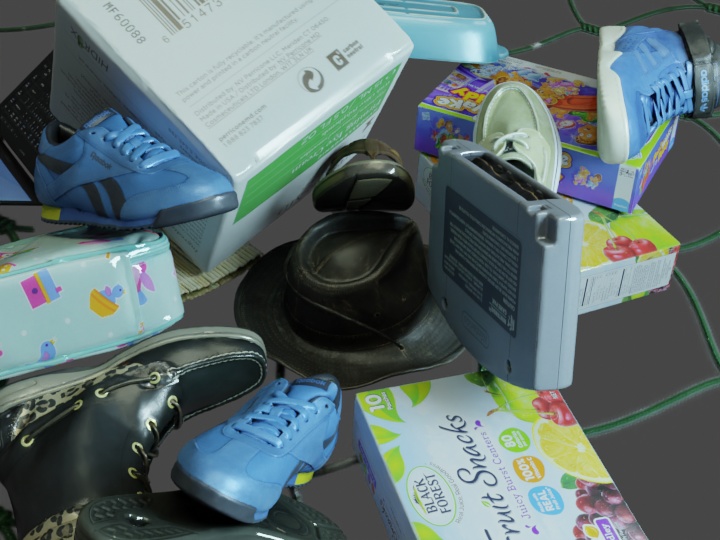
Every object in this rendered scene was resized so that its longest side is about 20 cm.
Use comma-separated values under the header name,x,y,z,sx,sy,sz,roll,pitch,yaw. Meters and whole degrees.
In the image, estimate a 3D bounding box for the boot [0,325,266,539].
name,x,y,z,sx,sy,sz,roll,pitch,yaw
boot,-0.142,0.124,0.830,0.202,0.074,0.154,-15,45,-14

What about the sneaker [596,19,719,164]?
name,x,y,z,sx,sy,sz,roll,pitch,yaw
sneaker,0.251,-0.150,1.038,0.110,0.077,0.200,1,28,12

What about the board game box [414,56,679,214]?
name,x,y,z,sx,sy,sz,roll,pitch,yaw
board game box,0.165,-0.127,1.105,0.198,0.045,0.135,18,38,19

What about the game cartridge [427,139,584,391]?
name,x,y,z,sx,sy,sz,roll,pitch,yaw
game cartridge,0.095,-0.002,0.864,0.041,0.134,0.200,-9,22,-15

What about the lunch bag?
name,x,y,z,sx,sy,sz,roll,pitch,yaw
lunch bag,-0.240,0.019,0.909,0.198,0.078,0.160,-14,14,-25

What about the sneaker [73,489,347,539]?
name,x,y,z,sx,sy,sz,roll,pitch,yaw
sneaker,-0.096,0.192,0.758,0.076,0.115,0.198,32,18,38

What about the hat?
name,x,y,z,sx,sy,sz,roll,pitch,yaw
hat,0.000,0.000,0.986,0.198,0.081,0.201,2,38,-2

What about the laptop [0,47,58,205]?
name,x,y,z,sx,sy,sz,roll,pitch,yaw
laptop,-0.309,-0.142,1.098,0.200,0.103,0.177,-45,46,-1

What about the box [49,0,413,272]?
name,x,y,z,sx,sy,sz,roll,pitch,yaw
box,-0.107,-0.152,0.995,0.200,0.171,0.199,46,63,6

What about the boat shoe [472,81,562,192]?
name,x,y,z,sx,sy,sz,roll,pitch,yaw
boat shoe,0.123,-0.075,0.987,0.071,0.062,0.202,-6,57,10

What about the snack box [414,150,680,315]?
name,x,y,z,sx,sy,sz,roll,pitch,yaw
snack box,0.154,-0.044,1.076,0.141,0.053,0.200,-13,40,-23

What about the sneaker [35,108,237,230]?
name,x,y,z,sx,sy,sz,roll,pitch,yaw
sneaker,-0.164,-0.072,0.878,0.199,0.079,0.066,7,14,44

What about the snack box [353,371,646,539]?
name,x,y,z,sx,sy,sz,roll,pitch,yaw
snack box,0.089,0.153,0.816,0.141,0.053,0.201,-9,40,-15

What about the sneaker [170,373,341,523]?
name,x,y,z,sx,sy,sz,roll,pitch,yaw
sneaker,-0.057,0.100,0.785,0.066,0.079,0.200,31,9,11

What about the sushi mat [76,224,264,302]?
name,x,y,z,sx,sy,sz,roll,pitch,yaw
sushi mat,-0.180,-0.040,1.073,0.095,0.012,0.199,-28,49,-35

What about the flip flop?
name,x,y,z,sx,sy,sz,roll,pitch,yaw
flip flop,0.005,-0.076,1.019,0.080,0.058,0.200,0,0,4

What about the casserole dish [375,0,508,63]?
name,x,y,z,sx,sy,sz,roll,pitch,yaw
casserole dish,0.038,-0.223,1.144,0.198,0.039,0.121,4,21,-2
